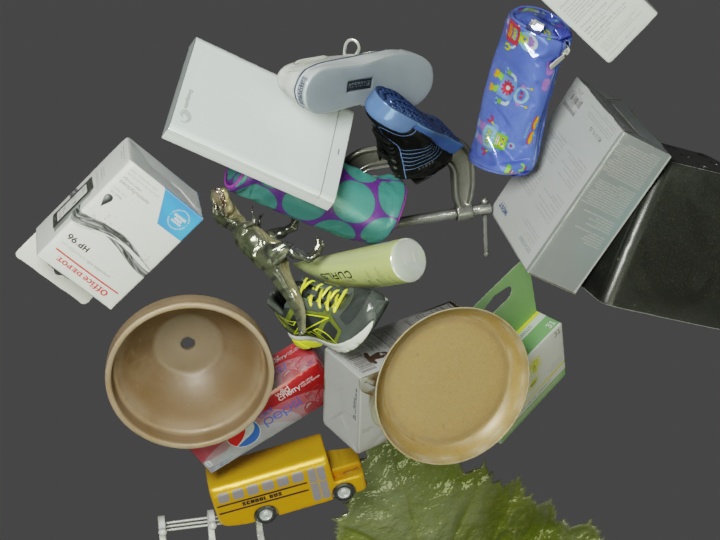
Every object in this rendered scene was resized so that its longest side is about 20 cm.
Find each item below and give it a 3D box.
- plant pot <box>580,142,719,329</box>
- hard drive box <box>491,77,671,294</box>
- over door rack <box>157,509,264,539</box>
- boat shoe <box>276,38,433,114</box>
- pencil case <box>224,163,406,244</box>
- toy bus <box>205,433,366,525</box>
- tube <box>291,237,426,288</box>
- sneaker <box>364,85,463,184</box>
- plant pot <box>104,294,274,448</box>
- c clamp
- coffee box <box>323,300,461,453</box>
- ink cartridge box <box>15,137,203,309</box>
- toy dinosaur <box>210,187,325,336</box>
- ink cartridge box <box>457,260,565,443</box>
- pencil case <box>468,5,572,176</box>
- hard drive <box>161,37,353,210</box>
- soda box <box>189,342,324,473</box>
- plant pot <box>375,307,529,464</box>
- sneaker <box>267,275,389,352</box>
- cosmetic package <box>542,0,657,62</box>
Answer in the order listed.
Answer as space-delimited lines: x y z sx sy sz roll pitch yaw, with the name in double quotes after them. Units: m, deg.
0.364 -0.056 1.745 0.199 0.200 0.178 11 106 -19 "plant pot"
0.254 -0.101 1.702 0.077 0.156 0.200 23 113 -25 "hard drive box"
-0.196 0.413 1.952 0.147 0.067 0.201 -5 121 -10 "over door rack"
-0.012 -0.217 1.620 0.201 0.086 0.075 -15 123 -40 "boat shoe"
-0.052 -0.099 1.655 0.199 0.093 0.085 21 137 -19 "pencil case"
-0.097 0.272 1.894 0.199 0.065 0.079 -16 121 -3 "toy bus"
0.000 0.000 1.703 0.052 0.200 0.058 -26 100 -34 "tube"
0.048 -0.144 1.619 0.078 0.070 0.200 -47 153 12 "sneaker"
-0.208 0.107 1.747 0.200 0.093 0.202 -4 118 -8 "plant pot"
0.067 -0.081 1.743 0.199 0.027 0.172 -5 120 -10 "c clamp"
0.056 0.130 1.794 0.199 0.080 0.115 -18 127 -32 "coffee box"
-0.291 -0.039 1.658 0.200 0.068 0.116 -43 120 13 "ink cartridge box"
-0.094 -0.026 1.695 0.088 0.047 0.200 -35 81 -9 "toy dinosaur"
0.193 0.100 1.813 0.145 0.048 0.201 -42 141 -28 "ink cartridge box"
0.187 -0.204 1.667 0.078 0.087 0.201 -17 131 -44 "pencil case"
-0.109 -0.161 1.586 0.199 0.132 0.027 23 146 -17 "hard drive"
-0.128 0.168 1.820 0.199 0.070 0.063 -32 123 7 "soda box"
0.107 0.136 1.729 0.199 0.027 0.201 -6 108 -19 "plant pot"
-0.046 0.048 1.713 0.085 0.200 0.075 43 60 -22 "sneaker"
0.221 -0.332 1.583 0.200 0.113 0.081 35 107 -27 "cosmetic package"
